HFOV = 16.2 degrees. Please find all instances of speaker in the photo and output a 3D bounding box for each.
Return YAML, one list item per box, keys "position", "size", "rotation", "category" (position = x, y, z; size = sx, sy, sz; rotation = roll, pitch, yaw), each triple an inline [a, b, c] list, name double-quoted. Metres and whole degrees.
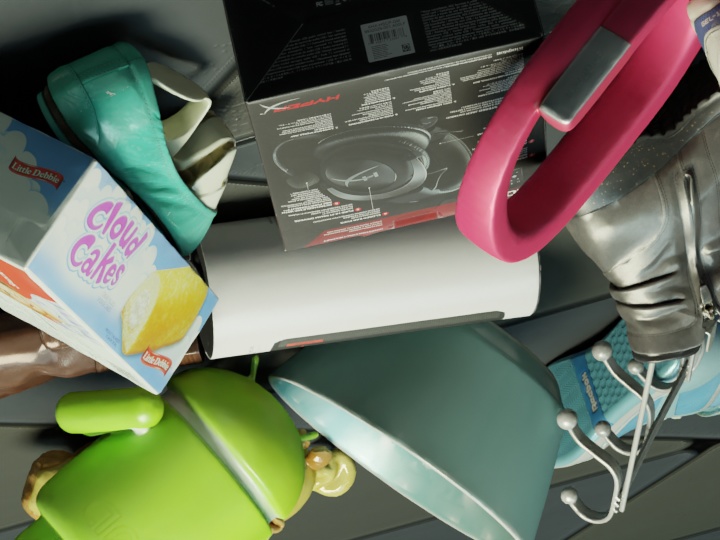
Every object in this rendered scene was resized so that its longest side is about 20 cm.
- position: [0.000, 0.000, 1.491]
  size: [0.200, 0.081, 0.081]
  rotation: [-8, 156, -12]
  category: "speaker"

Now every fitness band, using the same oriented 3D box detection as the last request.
- position: [0.118, -0.091, 1.264]
  size: [0.200, 0.037, 0.144]
  rotation: [-49, 164, -15]
  category: "fitness band"

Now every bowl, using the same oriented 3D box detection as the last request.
- position: [0.052, 0.085, 1.610]
  size: [0.105, 0.201, 0.201]
  rotation: [-54, 158, -10]
  category: "bowl"

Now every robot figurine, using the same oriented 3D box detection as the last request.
- position: [-0.119, 0.142, 1.567]
  size: [0.200, 0.116, 0.175]
  rotation: [-41, 127, -9]
  category: "robot figurine"

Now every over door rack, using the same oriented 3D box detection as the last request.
- position: [0.184, 0.045, 1.589]
  size: [0.067, 0.148, 0.200]
  rotation: [27, 136, 6]
  category: "over door rack"

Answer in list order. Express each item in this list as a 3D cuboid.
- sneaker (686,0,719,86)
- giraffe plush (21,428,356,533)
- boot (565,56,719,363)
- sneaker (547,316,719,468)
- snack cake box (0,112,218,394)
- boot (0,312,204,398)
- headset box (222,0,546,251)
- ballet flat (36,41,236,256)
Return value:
- position: [0.234, -0.108, 1.281]
  size: [0.075, 0.088, 0.200]
  rotation: [-37, 157, 22]
  category: "sneaker"
- position: [-0.103, 0.150, 1.705]
  size: [0.162, 0.200, 0.173]
  rotation: [-54, 157, 18]
  category: "giraffe plush"
- position: [0.210, -0.046, 1.387]
  size: [0.200, 0.132, 0.070]
  rotation: [-31, -162, 8]
  category: "boot"
- position: [0.210, 0.089, 1.799]
  size: [0.131, 0.080, 0.200]
  rotation: [7, 151, -35]
  category: "sneaker"
- position: [-0.164, -0.016, 1.317]
  size: [0.115, 0.067, 0.200]
  rotation: [28, 169, 23]
  category: "snack cake box"
- position: [-0.201, 0.037, 1.501]
  size: [0.200, 0.064, 0.186]
  rotation: [-8, 159, 1]
  category: "boot"
- position: [0.017, -0.088, 1.302]
  size: [0.149, 0.077, 0.200]
  rotation: [-13, 158, 0]
  category: "headset box"
- position: [-0.102, -0.062, 1.320]
  size: [0.070, 0.067, 0.200]
  rotation: [-29, 157, 3]
  category: "ballet flat"
